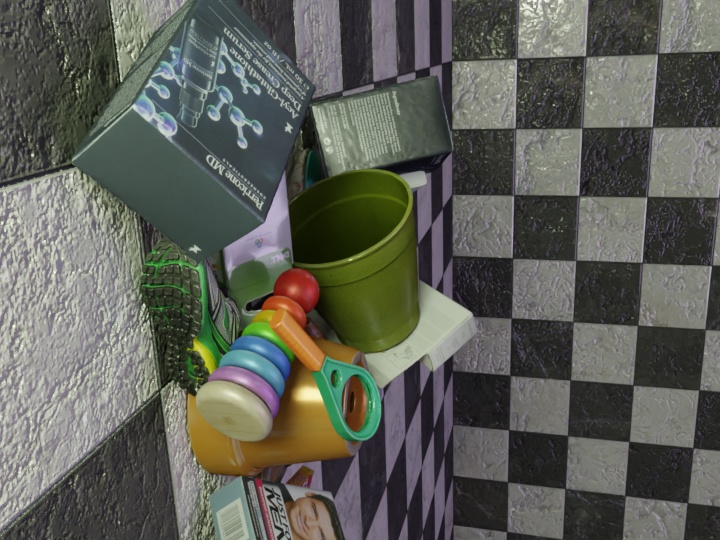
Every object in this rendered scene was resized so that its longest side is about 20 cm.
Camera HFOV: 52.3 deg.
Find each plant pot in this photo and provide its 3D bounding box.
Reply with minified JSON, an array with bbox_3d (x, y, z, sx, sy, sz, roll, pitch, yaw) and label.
[{"bbox_3d":[0.000,0.000,1.008,0.203,0.196,0.195,-72,149,-45],"label":"plant pot"},{"bbox_3d":[-0.089,0.158,0.913,0.200,0.179,0.206,3,90,-75],"label":"plant pot"}]

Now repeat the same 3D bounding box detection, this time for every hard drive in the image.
[{"bbox_3d":[0.019,-0.122,1.229,0.200,0.129,0.027,156,-80,-74],"label":"hard drive"}]

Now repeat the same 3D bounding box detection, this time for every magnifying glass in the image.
[{"bbox_3d":[-0.034,0.114,0.799,0.201,0.022,0.081,51,44,-33],"label":"magnifying glass"}]

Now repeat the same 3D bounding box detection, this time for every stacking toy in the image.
[{"bbox_3d":[-0.100,0.079,0.797,0.086,0.083,0.202,77,27,-44],"label":"stacking toy"}]

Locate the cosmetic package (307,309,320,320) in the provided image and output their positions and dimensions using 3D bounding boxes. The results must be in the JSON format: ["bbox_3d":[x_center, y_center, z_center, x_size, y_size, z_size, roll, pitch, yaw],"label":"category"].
[{"bbox_3d":[-0.060,0.063,1.204,0.113,0.079,0.205,22,72,-72],"label":"cosmetic package"}]

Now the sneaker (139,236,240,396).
[{"bbox_3d":[-0.172,0.038,0.774,0.086,0.077,0.203,-53,152,-44],"label":"sneaker"}]

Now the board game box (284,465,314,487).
[{"bbox_3d":[-0.123,0.365,1.052,0.199,0.029,0.098,-22,129,-67],"label":"board game box"}]

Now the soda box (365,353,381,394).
[{"bbox_3d":[0.009,0.105,1.198,0.068,0.062,0.205,53,42,-63],"label":"soda box"}]

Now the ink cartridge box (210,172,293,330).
[{"bbox_3d":[-0.137,-0.043,0.865,0.103,0.059,0.205,-23,116,-43],"label":"ink cartridge box"}]

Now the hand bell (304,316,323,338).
[{"bbox_3d":[-0.057,0.137,1.040,0.202,0.102,0.105,75,22,-44],"label":"hand bell"}]

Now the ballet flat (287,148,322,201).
[{"bbox_3d":[-0.085,-0.079,1.112,0.075,0.063,0.205,-8,90,-69],"label":"ballet flat"}]

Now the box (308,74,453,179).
[{"bbox_3d":[0.028,-0.203,1.147,0.197,0.195,0.120,140,-64,-89],"label":"box"}]

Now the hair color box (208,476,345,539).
[{"bbox_3d":[-0.099,0.332,0.940,0.199,0.060,0.100,33,29,-52],"label":"hair color box"}]

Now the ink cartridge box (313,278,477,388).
[{"bbox_3d":[0.043,0.086,1.081,0.175,0.199,0.045,-37,130,-18],"label":"ink cartridge box"}]

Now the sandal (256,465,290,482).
[{"bbox_3d":[-0.106,0.260,1.109,0.081,0.053,0.202,78,21,-43],"label":"sandal"}]

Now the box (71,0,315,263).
[{"bbox_3d":[-0.146,-0.141,0.689,0.148,0.106,0.203,41,44,-29],"label":"box"}]
